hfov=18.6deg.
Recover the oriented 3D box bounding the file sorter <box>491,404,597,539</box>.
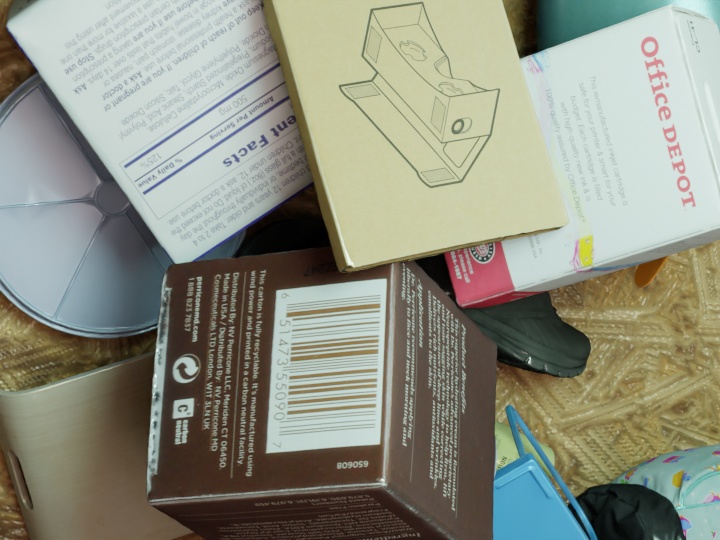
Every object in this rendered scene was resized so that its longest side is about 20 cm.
[{"bbox_3d":[0.064,0.209,1.571,0.200,0.123,0.139,-31,111,9],"label":"file sorter"}]

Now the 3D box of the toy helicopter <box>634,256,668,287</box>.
[{"bbox_3d":[0.217,-0.061,1.549,0.200,0.079,0.132,-23,132,28],"label":"toy helicopter"}]

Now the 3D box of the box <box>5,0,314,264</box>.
[{"bbox_3d":[-0.098,-0.139,1.436,0.184,0.105,0.200,-33,106,4],"label":"box"}]

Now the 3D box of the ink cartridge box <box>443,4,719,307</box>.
[{"bbox_3d":[0.146,-0.071,1.437,0.200,0.086,0.148,-16,83,27],"label":"ink cartridge box"}]

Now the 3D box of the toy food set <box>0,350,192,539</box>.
[{"bbox_3d":[-0.150,0.115,1.551,0.200,0.060,0.144,-17,114,-13],"label":"toy food set"}]

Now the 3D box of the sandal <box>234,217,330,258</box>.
[{"bbox_3d":[0.000,-0.001,1.558,0.200,0.048,0.075,-1,86,-32],"label":"sandal"}]

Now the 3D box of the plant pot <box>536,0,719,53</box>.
[{"bbox_3d":[0.215,-0.195,1.546,0.201,0.201,0.161,-9,96,-17],"label":"plant pot"}]

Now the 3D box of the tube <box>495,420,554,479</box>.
[{"bbox_3d":[0.048,0.117,1.620,0.200,0.052,0.058,27,52,-18],"label":"tube"}]

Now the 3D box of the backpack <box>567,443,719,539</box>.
[{"bbox_3d":[0.269,0.193,1.656,0.200,0.167,0.127,-9,97,-24],"label":"backpack"}]

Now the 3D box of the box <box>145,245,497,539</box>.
[{"bbox_3d":[-0.019,0.098,1.432,0.200,0.164,0.166,46,42,-58],"label":"box"}]

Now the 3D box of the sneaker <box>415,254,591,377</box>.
[{"bbox_3d":[0.107,0.022,1.586,0.200,0.076,0.091,23,85,-47],"label":"sneaker"}]

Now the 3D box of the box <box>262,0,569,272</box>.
[{"bbox_3d":[0.033,-0.108,1.370,0.163,0.021,0.200,-11,80,-28],"label":"box"}]

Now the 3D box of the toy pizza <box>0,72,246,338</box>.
[{"bbox_3d":[-0.174,-0.053,1.520,0.200,0.032,0.200,-4,102,-18],"label":"toy pizza"}]
